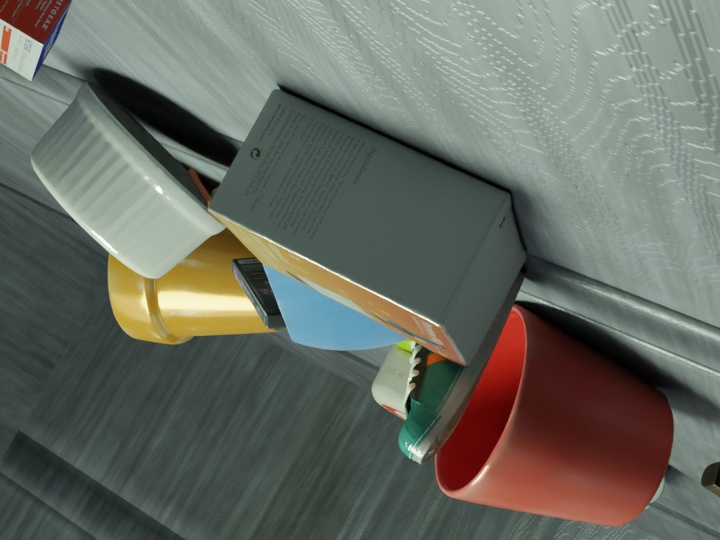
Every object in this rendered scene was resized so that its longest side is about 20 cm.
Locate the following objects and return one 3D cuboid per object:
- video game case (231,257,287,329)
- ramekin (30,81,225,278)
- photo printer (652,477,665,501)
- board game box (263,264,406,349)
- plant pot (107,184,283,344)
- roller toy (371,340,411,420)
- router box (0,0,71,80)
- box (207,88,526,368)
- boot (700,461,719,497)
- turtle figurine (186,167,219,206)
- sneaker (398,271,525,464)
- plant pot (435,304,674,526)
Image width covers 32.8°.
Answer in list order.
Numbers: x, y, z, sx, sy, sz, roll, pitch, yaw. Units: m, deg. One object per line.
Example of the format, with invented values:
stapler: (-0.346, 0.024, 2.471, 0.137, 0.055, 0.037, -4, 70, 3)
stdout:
video game case: (-0.047, 0.017, 1.265, 0.142, 0.019, 0.200, -4, -162, -15)
ramekin: (-0.236, -0.085, 1.229, 0.200, 0.098, 0.200, 46, -179, -1)
photo printer: (0.354, 0.286, 1.768, 0.166, 0.070, 0.200, 26, 172, 15)
board game box: (0.000, 0.000, 1.112, 0.157, 0.039, 0.200, -10, 143, 5)
plant pot: (-0.171, -0.003, 1.462, 0.182, 0.201, 0.200, 8, 164, 20)
roller toy: (0.115, 0.148, 1.504, 0.199, 0.140, 0.182, 28, 172, 5)
router box: (-0.338, -0.239, 1.023, 0.179, 0.049, 0.200, 31, 171, -16)
box: (0.011, -0.028, 0.928, 0.199, 0.107, 0.152, 26, 171, 18)
boot: (0.442, 0.235, 1.239, 0.146, 0.071, 0.200, 23, 173, -4)
turtle figurine: (-0.088, -0.054, 1.244, 0.199, 0.065, 0.161, 32, 177, -9)
sneaker: (0.066, 0.066, 1.011, 0.080, 0.200, 0.072, 24, 146, 9)
plant pot: (0.191, 0.154, 1.186, 0.176, 0.201, 0.200, 22, 173, -11)
